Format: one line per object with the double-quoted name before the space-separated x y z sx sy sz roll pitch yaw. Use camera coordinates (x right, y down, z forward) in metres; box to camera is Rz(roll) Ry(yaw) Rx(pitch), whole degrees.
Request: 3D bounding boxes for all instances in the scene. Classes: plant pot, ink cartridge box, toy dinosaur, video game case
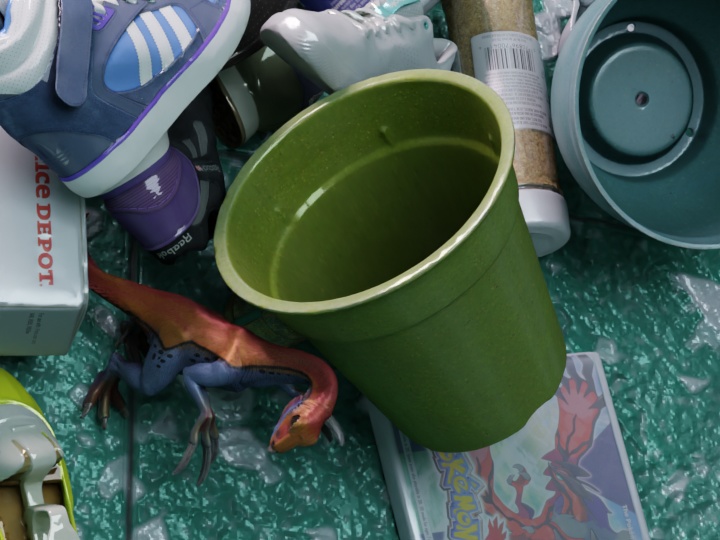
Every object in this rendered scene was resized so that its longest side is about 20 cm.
"plant pot" 0.216 -0.118 1.802 0.200 0.134 0.200 -1 94 -18
"ink cartridge box" -0.271 -0.027 1.567 0.200 0.083 0.147 1 66 -13
"toy dinosaur" -0.096 0.057 1.576 0.105 0.181 0.200 -47 113 -39
"video game case" 0.106 0.156 1.727 0.182 0.023 0.200 -4 69 -28
"plant pot" 0.039 0.012 1.611 0.190 0.200 0.200 58 47 -38

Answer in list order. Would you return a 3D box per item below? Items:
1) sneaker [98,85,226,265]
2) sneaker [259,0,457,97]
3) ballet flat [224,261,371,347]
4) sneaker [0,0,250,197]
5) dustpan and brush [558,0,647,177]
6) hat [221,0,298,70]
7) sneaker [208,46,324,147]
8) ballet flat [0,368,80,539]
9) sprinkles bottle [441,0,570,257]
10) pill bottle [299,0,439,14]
"sneaker" -0.122 -0.060 1.659 0.088 0.076 0.200 57 18 -15
"sneaker" 0.005 -0.151 1.696 0.075 0.200 0.089 39 96 25
"ballet flat" 0.000 0.000 1.720 0.200 0.071 0.071 -26 80 -33
"sneaker" -0.160 -0.156 1.553 0.146 0.081 0.200 50 51 -22
"dustpan and brush" 0.176 -0.180 1.893 0.200 0.057 0.140 43 58 -2
"hat" -0.133 -0.224 1.669 0.200 0.081 0.201 -6 103 -26
"sneaker" -0.088 -0.188 1.757 0.090 0.067 0.200 -23 85 -21
"ballet flat" -0.197 0.140 1.557 0.067 0.067 0.200 -8 71 -28
"sprinkles bottle" 0.102 -0.109 1.820 0.068 0.068 0.200 4 65 -25
"pill bottle" -0.026 -0.250 1.796 0.200 0.111 0.111 48 56 0
